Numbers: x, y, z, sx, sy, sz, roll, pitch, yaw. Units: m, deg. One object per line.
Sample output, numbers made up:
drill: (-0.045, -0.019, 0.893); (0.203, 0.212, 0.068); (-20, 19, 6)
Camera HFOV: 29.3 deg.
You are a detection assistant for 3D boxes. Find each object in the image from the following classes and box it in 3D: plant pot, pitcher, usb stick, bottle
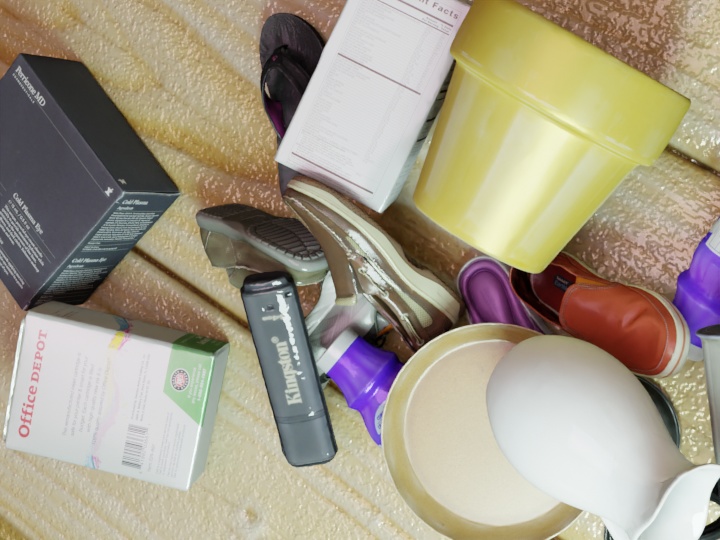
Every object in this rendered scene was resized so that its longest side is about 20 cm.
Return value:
plant pot: (0.118, 0.144, 1.206); (0.199, 0.027, 0.201); (1, 94, 12)
pitcher: (0.192, 0.157, 1.102); (0.200, 0.121, 0.172); (43, 150, 42)
usb stick: (-0.066, 0.095, 1.286); (0.055, 0.033, 0.200); (-6, 114, 16)
bottle: (0.048, 0.134, 1.267); (0.200, 0.065, 0.084); (42, 107, 2)
plant pot: (0.145, -0.109, 1.157); (0.201, 0.201, 0.189); (33, 103, 22)
bottle: (0.318, -0.017, 1.135); (0.065, 0.083, 0.200); (40, 116, 22)

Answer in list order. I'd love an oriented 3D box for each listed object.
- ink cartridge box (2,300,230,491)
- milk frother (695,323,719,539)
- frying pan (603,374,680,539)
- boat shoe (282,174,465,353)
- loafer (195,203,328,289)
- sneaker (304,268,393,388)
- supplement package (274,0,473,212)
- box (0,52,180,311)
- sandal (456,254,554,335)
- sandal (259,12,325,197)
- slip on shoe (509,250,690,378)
ink cartridge box: (-0.248, 0.125, 1.398); (0.199, 0.088, 0.146); (12, 98, 4)
milk frother: (0.300, 0.135, 1.106); (0.199, 0.180, 0.189); (-6, 92, 21)
frying pan: (0.214, 0.182, 1.236); (0.115, 0.031, 0.190); (28, 101, 26)
boat shoe: (0.002, 0.000, 1.239); (0.202, 0.075, 0.075); (40, 81, -10)
loafer: (-0.091, -0.015, 1.339); (0.200, 0.075, 0.070); (23, 121, 53)
sneaker: (-0.016, 0.062, 1.322); (0.079, 0.074, 0.200); (33, 106, 17)
supplement package: (0.021, -0.171, 1.256); (0.114, 0.110, 0.200); (27, 103, 3)
box: (-0.325, -0.092, 1.451); (0.182, 0.104, 0.200); (-45, 73, 23)
sandal: (0.139, 0.076, 1.242); (0.082, 0.050, 0.203); (-44, 64, 24)
sandal: (-0.063, -0.157, 1.349); (0.075, 0.048, 0.201); (-11, 88, 27)
slip on shoe: (0.200, 0.036, 1.174); (0.200, 0.061, 0.074); (36, 118, 48)
